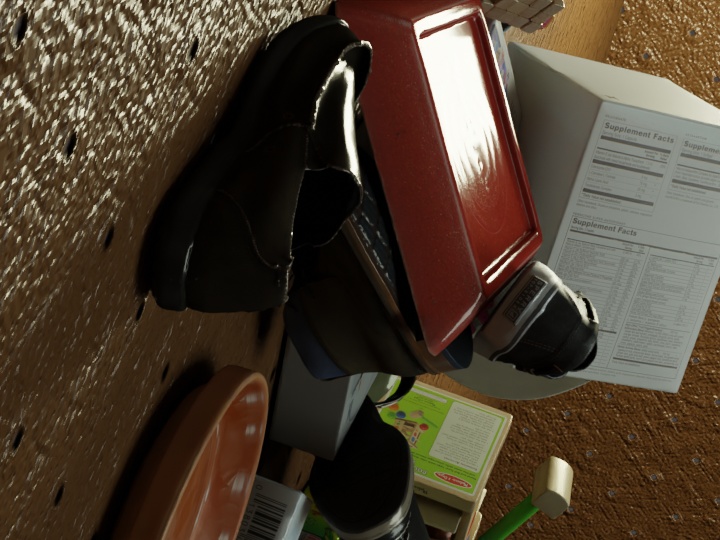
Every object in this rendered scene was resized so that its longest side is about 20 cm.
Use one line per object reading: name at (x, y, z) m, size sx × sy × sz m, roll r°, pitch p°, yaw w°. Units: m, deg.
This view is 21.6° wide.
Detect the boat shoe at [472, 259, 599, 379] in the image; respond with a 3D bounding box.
boat shoe at (0.112, 0.035, 1.125) m, size 0.070 × 0.066 × 0.200 m, roll -52°, pitch 176°, yaw -4°

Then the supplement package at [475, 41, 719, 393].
supplement package at (0.171, -0.039, 1.385) m, size 0.152 × 0.149 × 0.202 m, roll 45°, pitch -58°, yaw 59°

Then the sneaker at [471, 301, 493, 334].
sneaker at (0.050, -0.052, 1.371) m, size 0.088 × 0.081 × 0.202 m, roll -3°, pitch -102°, yaw 62°

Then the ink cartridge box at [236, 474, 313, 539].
ink cartridge box at (-0.074, 0.225, 1.255) m, size 0.200 × 0.047 × 0.161 m, roll 62°, pitch 48°, yaw -76°

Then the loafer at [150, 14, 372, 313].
loafer at (-0.030, -0.043, 0.882) m, size 0.073 × 0.071 × 0.201 m, roll 100°, pitch 13°, yaw -46°

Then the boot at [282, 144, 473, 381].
boot at (-0.018, 0.001, 1.059) m, size 0.200 × 0.096 × 0.075 m, roll 55°, pitch 29°, yaw -40°

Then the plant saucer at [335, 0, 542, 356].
plant saucer at (0.056, -0.072, 1.103) m, size 0.200 × 0.036 × 0.201 m, roll -36°, pitch 111°, yaw -68°

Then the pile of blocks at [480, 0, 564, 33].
pile of blocks at (0.113, -0.249, 1.254) m, size 0.062 × 0.082 × 0.201 m, roll -31°, pitch -145°, yaw 39°

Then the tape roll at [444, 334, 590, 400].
tape roll at (0.139, -0.007, 1.581) m, size 0.139 × 0.201 × 0.204 m, roll -46°, pitch 154°, yaw -71°

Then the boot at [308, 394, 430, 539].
boot at (0.016, 0.182, 1.289) m, size 0.200 × 0.073 × 0.152 m, roll -128°, pitch -164°, yaw -70°

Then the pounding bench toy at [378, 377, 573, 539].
pounding bench toy at (0.081, 0.216, 1.695) m, size 0.124 × 0.198 × 0.157 m, roll -60°, pitch 165°, yaw -51°

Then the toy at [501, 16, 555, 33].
toy at (0.131, -0.215, 1.401) m, size 0.200 × 0.047 × 0.116 m, roll 143°, pitch -30°, yaw -74°

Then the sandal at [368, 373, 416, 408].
sandal at (0.013, 0.078, 1.444) m, size 0.201 × 0.057 × 0.080 m, roll 28°, pitch 82°, yaw -81°

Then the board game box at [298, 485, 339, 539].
board game box at (-0.034, 0.222, 1.498) m, size 0.200 × 0.047 × 0.102 m, roll -48°, pitch 155°, yaw -69°

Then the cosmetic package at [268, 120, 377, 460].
cosmetic package at (0.000, 0.000, 1.235) m, size 0.151 × 0.051 × 0.201 m, roll -64°, pitch 168°, yaw -52°

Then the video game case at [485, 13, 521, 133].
video game case at (0.066, -0.051, 1.257) m, size 0.143 × 0.018 × 0.202 m, roll 64°, pitch 41°, yaw -63°

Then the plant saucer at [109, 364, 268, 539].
plant saucer at (-0.099, 0.144, 0.990) m, size 0.200 × 0.032 × 0.202 m, roll 20°, pitch 90°, yaw -82°
